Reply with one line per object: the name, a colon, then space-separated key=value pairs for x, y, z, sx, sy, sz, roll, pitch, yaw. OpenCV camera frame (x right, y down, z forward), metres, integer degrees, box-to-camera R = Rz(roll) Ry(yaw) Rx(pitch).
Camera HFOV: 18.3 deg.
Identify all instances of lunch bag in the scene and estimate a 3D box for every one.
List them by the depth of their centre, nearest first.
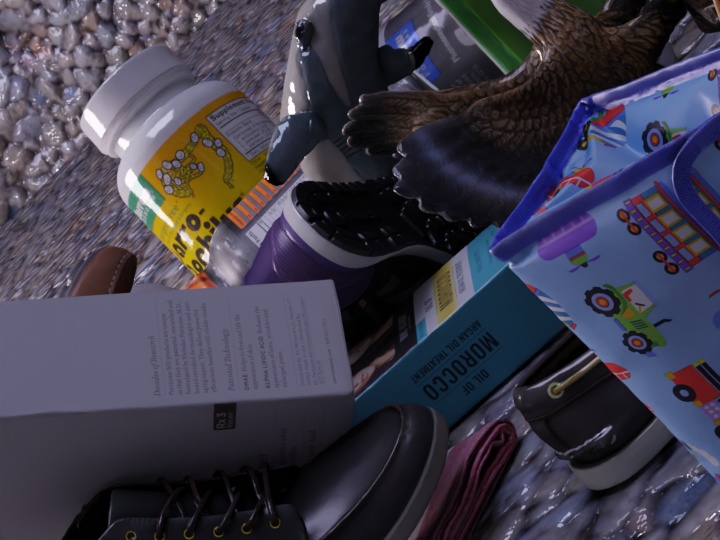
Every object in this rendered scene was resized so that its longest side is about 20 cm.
lunch bag: x=0.173 y=-0.015 z=0.809 sx=0.200 sy=0.151 sz=0.094 roll=-27 pitch=23 yaw=51

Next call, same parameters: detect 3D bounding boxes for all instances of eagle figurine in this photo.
eagle figurine: x=0.100 y=-0.097 z=1.183 sx=0.200 sy=0.151 sz=0.152 roll=-47 pitch=-24 yaw=0

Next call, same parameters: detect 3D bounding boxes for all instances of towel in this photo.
towel: x=-0.013 y=0.154 z=1.127 sx=0.200 sy=0.023 sz=0.144 roll=-31 pitch=19 yaw=45

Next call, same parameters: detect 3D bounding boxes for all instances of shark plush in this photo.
shark plush: x=0.003 y=-0.129 z=1.301 sx=0.091 sy=0.083 sz=0.201 roll=-70 pitch=-9 yaw=-79

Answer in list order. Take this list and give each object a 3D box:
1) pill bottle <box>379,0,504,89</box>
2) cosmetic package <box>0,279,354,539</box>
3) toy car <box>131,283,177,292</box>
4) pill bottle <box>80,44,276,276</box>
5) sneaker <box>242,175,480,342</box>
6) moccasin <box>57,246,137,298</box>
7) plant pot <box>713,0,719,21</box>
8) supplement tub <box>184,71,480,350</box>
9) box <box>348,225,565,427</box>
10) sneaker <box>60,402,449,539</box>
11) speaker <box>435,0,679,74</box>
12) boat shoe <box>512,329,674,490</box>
pill bottle: x=0.082 y=-0.147 z=1.504 sx=0.200 sy=0.114 sz=0.114 roll=-39 pitch=15 yaw=23
cosmetic package: x=-0.107 y=0.074 z=1.114 sx=0.113 sy=0.199 sz=0.081 roll=92 pitch=169 yaw=-47
toy car: x=-0.150 y=0.119 z=1.345 sx=0.199 sy=0.176 sz=0.150 roll=-17 pitch=-29 yaw=-5
pill bottle: x=-0.095 y=-0.057 z=1.533 sx=0.113 sy=0.200 sz=0.113 roll=-43 pitch=-10 yaw=-10
sneaker: x=0.000 y=0.000 z=1.271 sx=0.200 sy=0.076 sz=0.088 roll=3 pitch=-51 yaw=-55
moccasin: x=-0.142 y=0.081 z=1.236 sx=0.074 sy=0.077 sz=0.202 roll=88 pitch=-174 yaw=-57
plant pot: x=0.264 y=-0.139 z=0.856 sx=0.183 sy=0.201 sz=0.200 roll=-35 pitch=9 yaw=-24
supplement tub: x=-0.009 y=-0.025 z=1.404 sx=0.200 sy=0.123 sz=0.123 roll=-46 pitch=14 yaw=-2
box: x=0.057 y=0.030 z=1.212 sx=0.200 sy=0.049 sz=0.082 roll=-42 pitch=14 yaw=12
sneaker: x=-0.055 y=0.118 z=1.062 sx=0.200 sy=0.106 sz=0.075 roll=-44 pitch=22 yaw=16
speaker: x=0.100 y=-0.162 z=1.316 sx=0.088 sy=0.200 sz=0.089 roll=-41 pitch=15 yaw=13
boat shoe: x=0.150 y=0.005 z=0.999 sx=0.201 sy=0.061 sz=0.072 roll=-48 pitch=15 yaw=-11
